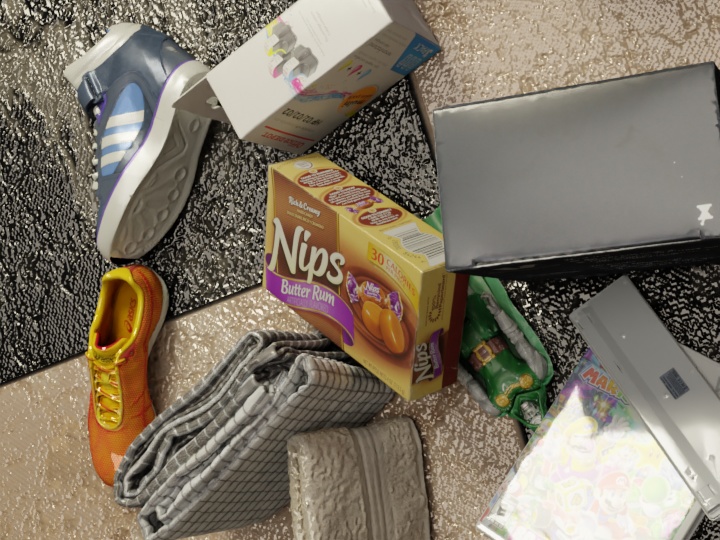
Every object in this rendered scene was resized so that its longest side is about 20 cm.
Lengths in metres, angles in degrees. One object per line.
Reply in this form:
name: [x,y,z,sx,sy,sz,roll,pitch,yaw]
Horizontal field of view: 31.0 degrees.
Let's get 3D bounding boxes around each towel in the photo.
towel: [-0.088,0.127,1.058,0.200,0.165,0.086,-47,66,15]
towel: [0.003,0.222,1.032,0.034,0.132,0.202,-9,85,45]

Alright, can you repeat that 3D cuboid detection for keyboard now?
keyboard: [0.226,0.089,0.959,0.056,0.011,0.201,-33,54,3]

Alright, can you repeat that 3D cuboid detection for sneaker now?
sneaker: [-0.219,-0.124,1.176,0.146,0.080,0.201,32,104,29]
sneaker: [-0.222,0.094,1.164,0.072,0.077,0.202,4,91,22]

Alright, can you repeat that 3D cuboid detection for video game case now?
video game case: [0.194,0.143,0.963,0.143,0.018,0.201,29,81,37]

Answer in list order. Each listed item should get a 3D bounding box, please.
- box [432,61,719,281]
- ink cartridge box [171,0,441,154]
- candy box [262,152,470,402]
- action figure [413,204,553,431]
box: [0.177,-0.061,0.930,0.195,0.200,0.119,-7,85,22]
ink cartridge box: [-0.045,-0.161,1.075,0.199,0.115,0.068,-35,75,19]
candy box: [0.000,0.000,1.025,0.200,0.056,0.118,35,131,40]
action figure: [0.089,0.048,1.045,0.118,0.055,0.200,-43,75,17]
